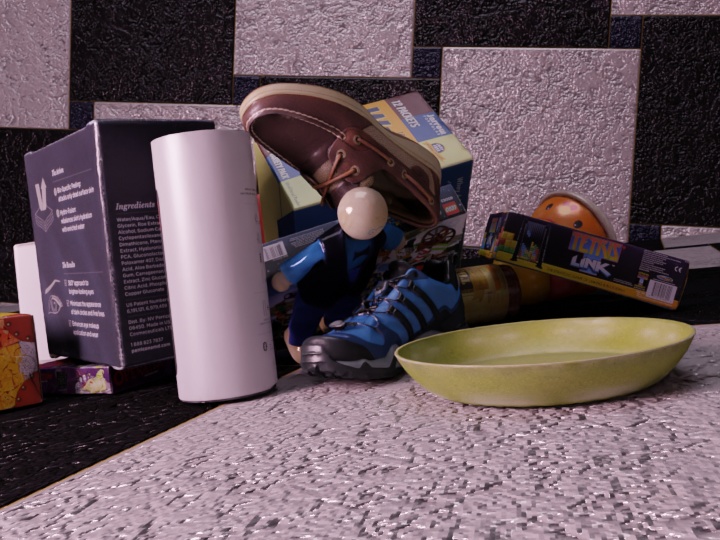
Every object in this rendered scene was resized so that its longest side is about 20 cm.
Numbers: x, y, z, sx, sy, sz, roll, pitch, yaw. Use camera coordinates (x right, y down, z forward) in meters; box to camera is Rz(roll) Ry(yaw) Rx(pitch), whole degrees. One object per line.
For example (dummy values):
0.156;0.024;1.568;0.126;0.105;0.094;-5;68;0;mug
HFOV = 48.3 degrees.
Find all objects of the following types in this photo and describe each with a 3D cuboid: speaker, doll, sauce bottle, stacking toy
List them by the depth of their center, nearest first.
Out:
-0.113;-0.005;0.628;0.079;0.204;0.081;-6;2;0;speaker
-0.015;0.000;0.682;0.135;0.049;0.201;-22;-28;-27;doll
0.077;0.035;0.880;0.196;0.067;0.066;-8;3;-17;sauce bottle
0.222;-0.002;1.035;0.198;0.148;0.145;-28;12;-26;stacking toy

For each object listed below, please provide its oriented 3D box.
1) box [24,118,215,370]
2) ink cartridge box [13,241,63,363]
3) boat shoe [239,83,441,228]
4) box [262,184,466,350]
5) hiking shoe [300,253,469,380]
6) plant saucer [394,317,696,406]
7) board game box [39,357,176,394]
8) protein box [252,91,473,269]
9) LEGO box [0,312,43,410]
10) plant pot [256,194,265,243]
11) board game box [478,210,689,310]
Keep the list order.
-0.216;-0.024;0.744;0.116;0.204;0.195;-9;4;-38;box
-0.354;0.032;1.058;0.142;0.150;0.200;-7;2;-10;ink cartridge box
-0.010;-0.087;0.669;0.198;0.073;0.072;23;-42;-33;boat shoe
0.000;0.000;0.779;0.197;0.038;0.137;-19;-31;-12;box
0.018;0.037;0.662;0.073;0.089;0.198;-4;3;37;hiking shoe
0.122;0.060;0.542;0.196;0.032;0.200;-7;2;0;plant saucer
-0.222;0.090;0.806;0.118;0.033;0.199;-10;1;27;board game box
0.001;-0.059;0.896;0.197;0.201;0.136;-17;47;-16;protein box
-0.388;0.085;0.710;0.147;0.079;0.198;-8;3;-39;LEGO box
-0.169;-0.005;1.089;0.196;0.181;0.200;-6;2;0;plant pot
0.241;-0.015;0.904;0.196;0.058;0.165;16;5;1;board game box
